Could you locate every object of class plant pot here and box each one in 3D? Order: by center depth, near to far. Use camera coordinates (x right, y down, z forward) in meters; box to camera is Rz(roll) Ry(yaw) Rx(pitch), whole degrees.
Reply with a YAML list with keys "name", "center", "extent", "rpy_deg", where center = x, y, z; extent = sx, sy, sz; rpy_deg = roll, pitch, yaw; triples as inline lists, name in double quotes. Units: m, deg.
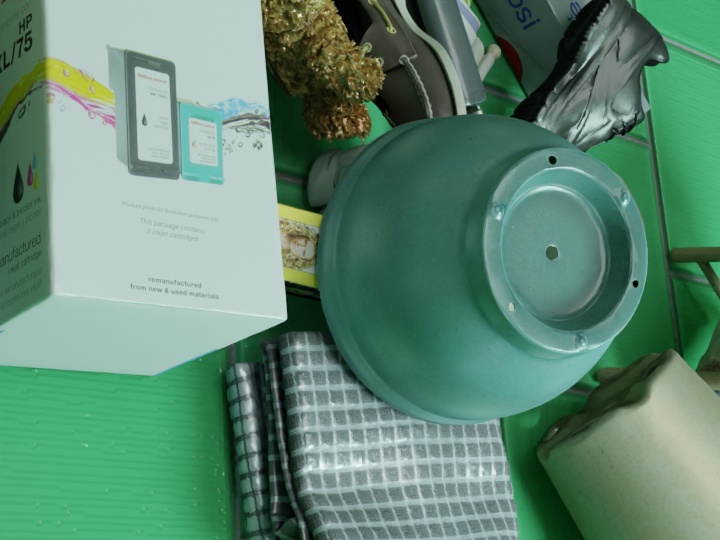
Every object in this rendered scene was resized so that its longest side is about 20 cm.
- name: "plant pot"
  center: [0.090, -0.005, 0.804]
  extent: [0.198, 0.134, 0.203]
  rpy_deg: [3, 84, -27]
- name: "plant pot"
  center: [0.239, 0.170, 0.996]
  extent: [0.184, 0.200, 0.200]
  rpy_deg: [53, 47, 1]

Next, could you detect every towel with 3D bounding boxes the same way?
- name: "towel"
  center: [0.016, 0.125, 0.865]
  extent: [0.198, 0.085, 0.168]
  rpy_deg: [5, 71, -41]

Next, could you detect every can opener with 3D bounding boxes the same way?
- name: "can opener"
  center: [0.064, -0.136, 1.008]
  extent: [0.066, 0.052, 0.202]
  rpy_deg: [-15, 92, -34]

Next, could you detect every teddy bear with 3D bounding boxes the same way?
- name: "teddy bear"
  center: [-0.039, -0.161, 0.860]
  extent: [0.066, 0.145, 0.201]
  rpy_deg: [-34, 135, -4]

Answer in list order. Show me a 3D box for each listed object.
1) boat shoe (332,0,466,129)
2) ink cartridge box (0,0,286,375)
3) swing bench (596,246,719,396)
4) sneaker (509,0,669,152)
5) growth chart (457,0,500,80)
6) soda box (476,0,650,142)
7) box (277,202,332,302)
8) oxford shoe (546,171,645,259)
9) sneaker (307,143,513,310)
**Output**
- name: "boat shoe"
  center: [0.015, -0.153, 0.935]
  extent: [0.059, 0.072, 0.201]
  rpy_deg: [-6, 54, -27]
- name: "ink cartridge box"
  center: [-0.146, -0.057, 0.743]
  extent: [0.145, 0.146, 0.202]
  rpy_deg: [8, 69, -39]
- name: "swing bench"
  center: [0.339, 0.057, 1.103]
  extent: [0.130, 0.199, 0.199]
  rpy_deg: [55, 48, -12]
- name: "sneaker"
  center: [0.179, -0.127, 1.059]
  extent: [0.090, 0.076, 0.201]
  rpy_deg: [35, 90, -13]
- name: "growth chart"
  center: [0.044, -0.224, 1.064]
  extent: [0.201, 0.018, 0.145]
  rpy_deg: [53, 47, -14]
- name: "soda box"
  center: [0.166, -0.203, 1.132]
  extent: [0.063, 0.068, 0.201]
  rpy_deg: [-38, 101, -43]
- name: "box"
  center: [0.000, 0.000, 0.874]
  extent: [0.198, 0.075, 0.051]
  rpy_deg: [14, 83, -24]
- name: "oxford shoe"
  center: [0.192, -0.035, 1.108]
  extent: [0.076, 0.058, 0.200]
  rpy_deg: [58, 31, -1]
- name: "sneaker"
  center: [0.054, -0.024, 0.959]
  extent: [0.199, 0.081, 0.076]
  rpy_deg: [37, 52, -29]
